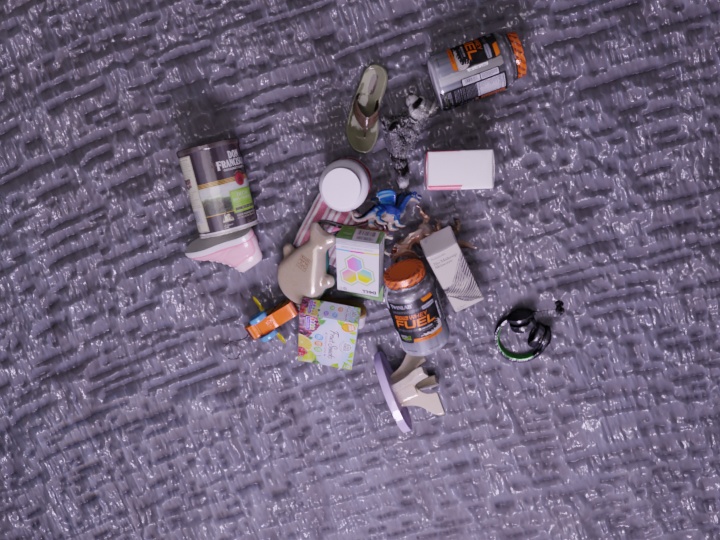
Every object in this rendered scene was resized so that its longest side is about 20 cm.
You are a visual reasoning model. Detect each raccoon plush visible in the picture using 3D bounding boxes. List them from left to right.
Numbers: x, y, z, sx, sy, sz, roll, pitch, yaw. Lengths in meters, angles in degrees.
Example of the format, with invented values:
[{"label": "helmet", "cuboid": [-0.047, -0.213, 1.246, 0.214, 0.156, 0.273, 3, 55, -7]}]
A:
[{"label": "raccoon plush", "cuboid": [0.124, -0.307, 1.493, 0.132, 0.097, 0.202, -20, 131, -6]}]

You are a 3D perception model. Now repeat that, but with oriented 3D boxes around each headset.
[{"label": "headset", "cuboid": [0.409, 0.144, 1.544, 0.123, 0.094, 0.200, 41, 113, -5]}]

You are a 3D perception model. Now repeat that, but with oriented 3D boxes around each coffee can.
[{"label": "coffee can", "cuboid": [-0.330, -0.192, 1.498, 0.144, 0.147, 0.204, -12, 102, 6]}]

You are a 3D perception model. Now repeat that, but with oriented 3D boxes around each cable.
[{"label": "cable", "cuboid": [-0.017, -0.089, 1.518, 0.197, 0.050, 0.099, 19, 108, -2]}]

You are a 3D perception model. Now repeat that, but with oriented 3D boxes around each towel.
[{"label": "towel", "cuboid": [-0.048, -0.080, 1.561, 0.198, 0.030, 0.148, 28, 102, -2]}]

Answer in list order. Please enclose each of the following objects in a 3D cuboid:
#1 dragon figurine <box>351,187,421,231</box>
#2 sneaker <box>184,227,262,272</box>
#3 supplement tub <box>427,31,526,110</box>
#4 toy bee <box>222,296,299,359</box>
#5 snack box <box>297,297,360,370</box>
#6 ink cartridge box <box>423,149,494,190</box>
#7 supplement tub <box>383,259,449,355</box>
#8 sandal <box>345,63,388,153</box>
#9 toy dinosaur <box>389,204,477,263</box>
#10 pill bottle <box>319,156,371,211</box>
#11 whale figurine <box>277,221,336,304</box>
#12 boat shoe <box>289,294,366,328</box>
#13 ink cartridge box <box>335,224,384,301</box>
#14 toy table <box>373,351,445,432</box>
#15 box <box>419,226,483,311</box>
[{"label": "dragon figurine", "cuboid": [0.051, -0.148, 1.473, 0.197, 0.059, 0.101, 2, 77, -29]}, {"label": "sneaker", "cuboid": [-0.328, -0.036, 1.567, 0.197, 0.076, 0.106, -11, 126, 22]}, {"label": "supplement tub", "cuboid": [0.255, -0.441, 1.415, 0.197, 0.123, 0.124, -19, 100, 7]}, {"label": "toy bee", "cuboid": [-0.245, 0.126, 1.582, 0.196, 0.109, 0.133, -12, 102, -5]}, {"label": "snack box", "cuboid": [-0.077, 0.155, 1.549, 0.139, 0.054, 0.202, 9, 140, 2]}, {"label": "ink cartridge box", "cuboid": [0.212, -0.222, 1.425, 0.143, 0.200, 0.087, -1, 97, 4]}, {"label": "supplement tub", "cuboid": [0.126, 0.084, 1.492, 0.121, 0.123, 0.202, -18, 116, 7]}, {"label": "sandal", "cuboid": [0.012, -0.372, 1.479, 0.078, 0.057, 0.205, 11, 103, 2]}, {"label": "toy dinosaur", "cuboid": [0.169, -0.065, 1.526, 0.197, 0.086, 0.137, 16, 111, -12]}, {"label": "pill bottle", "cuboid": [-0.034, -0.194, 1.448, 0.110, 0.200, 0.114, 1, 103, 4]}, {"label": "whale figurine", "cuboid": [-0.113, -0.018, 1.528, 0.158, 0.103, 0.202, 35, 114, 19]}, {"label": "boat shoe", "cuboid": [-0.082, 0.104, 1.583, 0.197, 0.071, 0.070, 15, 132, 14]}, {"label": "ink cartridge box", "cuboid": [0.000, 0.000, 1.507, 0.102, 0.060, 0.203, 9, 127, 13]}, {"label": "toy table", "cuboid": [0.119, 0.274, 1.558, 0.116, 0.184, 0.203, -24, 78, 10]}, {"label": "box", "cuboid": [0.214, -0.001, 1.493, 0.081, 0.069, 0.201, -26, 131, 11]}]
